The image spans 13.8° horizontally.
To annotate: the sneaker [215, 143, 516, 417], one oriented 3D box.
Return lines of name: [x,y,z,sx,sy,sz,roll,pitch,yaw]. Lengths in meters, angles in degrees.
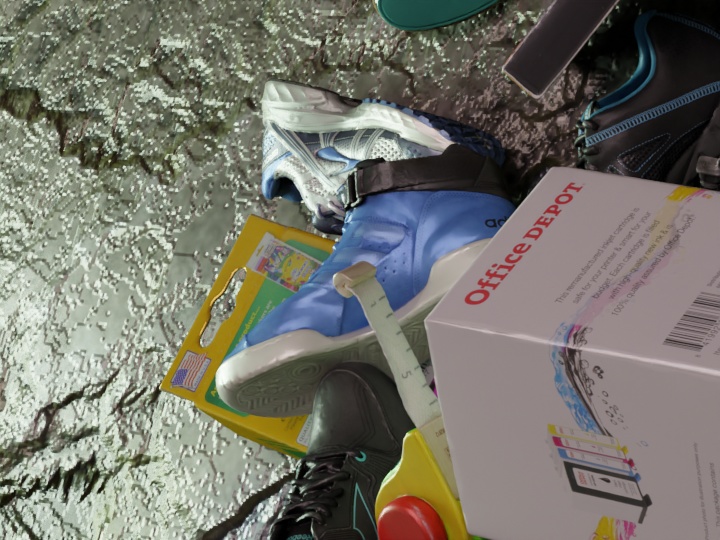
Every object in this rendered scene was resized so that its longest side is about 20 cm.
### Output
sneaker: [0.001,0.000,1.698,0.199,0.077,0.112,-28,55,19]

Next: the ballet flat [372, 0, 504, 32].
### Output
ballet flat: [0.093,-0.213,1.805,0.199,0.071,0.065,-29,28,25]

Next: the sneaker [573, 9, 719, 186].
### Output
sneaker: [0.143,-0.050,1.657,0.201,0.082,0.073,-60,15,-3]

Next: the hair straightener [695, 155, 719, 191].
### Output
hair straightener: [0.212,-0.050,1.615,0.041,0.077,0.201,30,89,25]

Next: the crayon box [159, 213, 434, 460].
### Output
crayon box: [-0.013,0.052,1.770,0.199,0.052,0.126,19,78,43]

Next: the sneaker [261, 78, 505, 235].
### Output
sneaker: [0.011,-0.059,1.802,0.199,0.077,0.086,15,91,50]

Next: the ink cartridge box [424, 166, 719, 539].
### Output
ink cartridge box: [0.158,0.056,1.484,0.199,0.145,0.147,11,39,31]

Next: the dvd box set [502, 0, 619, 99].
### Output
dvd box set: [0.141,-0.171,1.662,0.029,0.200,0.147,39,104,0]

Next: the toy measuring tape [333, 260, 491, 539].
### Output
toy measuring tape: [0.025,0.096,1.571,0.073,0.073,0.201,-29,87,28]

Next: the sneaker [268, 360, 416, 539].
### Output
sneaker: [-0.008,0.136,1.607,0.075,0.079,0.201,-22,58,33]

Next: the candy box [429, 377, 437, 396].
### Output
candy box: [0.090,0.153,1.610,0.200,0.061,0.137,34,95,44]
